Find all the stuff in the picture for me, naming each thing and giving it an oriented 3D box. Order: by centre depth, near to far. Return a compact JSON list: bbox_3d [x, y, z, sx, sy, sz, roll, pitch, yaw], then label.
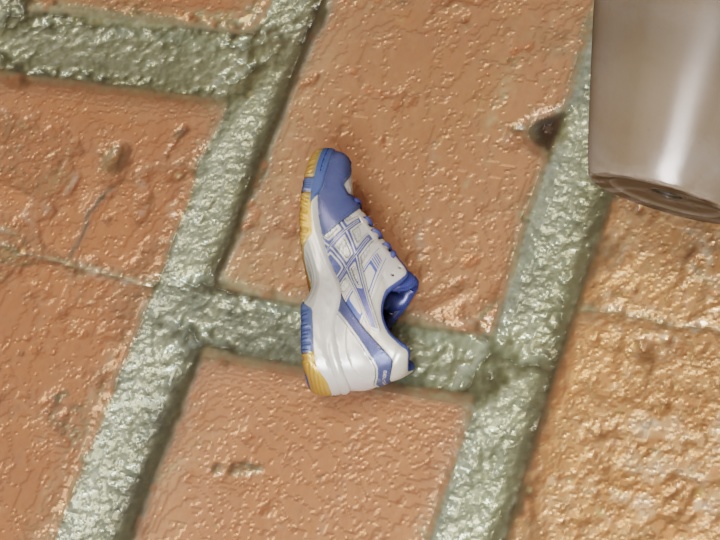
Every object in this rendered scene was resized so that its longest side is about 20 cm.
[{"bbox_3d":[0.241,-0.133,1.854,0.199,0.200,0.174,15,83,28],"label":"plant pot"},{"bbox_3d":[0.000,0.000,1.936,0.088,0.075,0.201,-5,65,5],"label":"sneaker"}]
